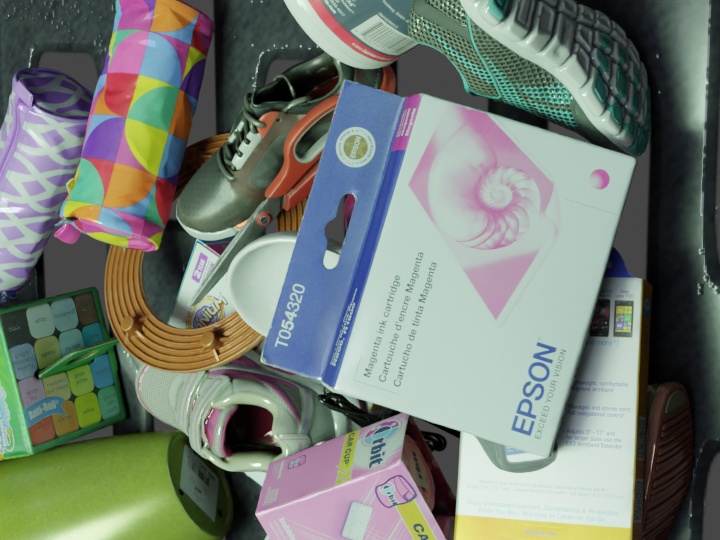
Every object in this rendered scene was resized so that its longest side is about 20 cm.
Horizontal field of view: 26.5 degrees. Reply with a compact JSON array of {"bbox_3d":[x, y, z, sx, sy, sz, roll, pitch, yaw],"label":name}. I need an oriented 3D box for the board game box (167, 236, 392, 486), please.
[{"bbox_3d":[-0.071,0.085,1.212,0.199,0.040,0.154,34,116,24],"label":"board game box"}]

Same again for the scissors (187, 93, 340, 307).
[{"bbox_3d":[-0.067,-0.052,1.107,0.199,0.073,0.014,-36,41,9],"label":"scissors"}]

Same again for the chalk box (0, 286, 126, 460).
[{"bbox_3d":[-0.288,0.091,1.309,0.199,0.124,0.125,-11,93,36],"label":"chalk box"}]

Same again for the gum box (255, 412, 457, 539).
[{"bbox_3d":[0.024,0.212,1.078,0.113,0.066,0.201,-22,112,16],"label":"gum box"}]

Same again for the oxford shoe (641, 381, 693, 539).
[{"bbox_3d":[0.175,0.164,1.046,0.073,0.071,0.202,21,109,35],"label":"oxford shoe"}]

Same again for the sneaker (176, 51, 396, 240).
[{"bbox_3d":[-0.071,-0.104,1.123,0.200,0.082,0.077,-39,54,15],"label":"sneaker"}]

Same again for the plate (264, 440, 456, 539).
[{"bbox_3d":[0.017,0.233,1.144,0.198,0.032,0.201,26,116,-6],"label":"plate"}]

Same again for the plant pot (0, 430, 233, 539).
[{"bbox_3d":[-0.212,0.213,1.265,0.199,0.187,0.188,-28,83,19],"label":"plant pot"}]

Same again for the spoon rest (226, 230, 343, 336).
[{"bbox_3d":[0.000,0.000,1.041,0.199,0.061,0.100,-19,124,20],"label":"spoon rest"}]

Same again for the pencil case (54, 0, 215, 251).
[{"bbox_3d":[-0.175,-0.114,1.181,0.088,0.088,0.202,11,81,32],"label":"pencil case"}]

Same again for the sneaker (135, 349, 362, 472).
[{"bbox_3d":[-0.099,0.102,1.155,0.199,0.088,0.082,10,105,32],"label":"sneaker"}]

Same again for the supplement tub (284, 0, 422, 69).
[{"bbox_3d":[0.048,-0.234,1.010,0.199,0.140,0.141,-26,85,34],"label":"supplement tub"}]

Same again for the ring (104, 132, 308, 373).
[{"bbox_3d":[-0.121,-0.018,1.179,0.199,0.019,0.202,-14,62,27],"label":"ring"}]

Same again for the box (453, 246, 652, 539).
[{"bbox_3d":[0.127,0.082,1.001,0.118,0.041,0.202,2,81,21],"label":"box"}]

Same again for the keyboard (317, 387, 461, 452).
[{"bbox_3d":[0.033,0.083,1.083,0.199,0.021,0.127,29,135,-17],"label":"keyboard"}]

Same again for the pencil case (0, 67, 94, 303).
[{"bbox_3d":[-0.292,-0.075,1.303,0.084,0.085,0.201,44,119,30],"label":"pencil case"}]

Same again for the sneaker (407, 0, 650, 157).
[{"bbox_3d":[0.110,-0.134,0.982,0.091,0.200,0.078,-16,48,44],"label":"sneaker"}]

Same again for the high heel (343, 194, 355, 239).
[{"bbox_3d":[0.080,-0.053,1.089,0.199,0.096,0.068,-18,124,20],"label":"high heel"}]

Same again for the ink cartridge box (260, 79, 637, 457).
[{"bbox_3d":[0.054,-0.005,0.972,0.198,0.043,0.198,16,89,4],"label":"ink cartridge box"}]
